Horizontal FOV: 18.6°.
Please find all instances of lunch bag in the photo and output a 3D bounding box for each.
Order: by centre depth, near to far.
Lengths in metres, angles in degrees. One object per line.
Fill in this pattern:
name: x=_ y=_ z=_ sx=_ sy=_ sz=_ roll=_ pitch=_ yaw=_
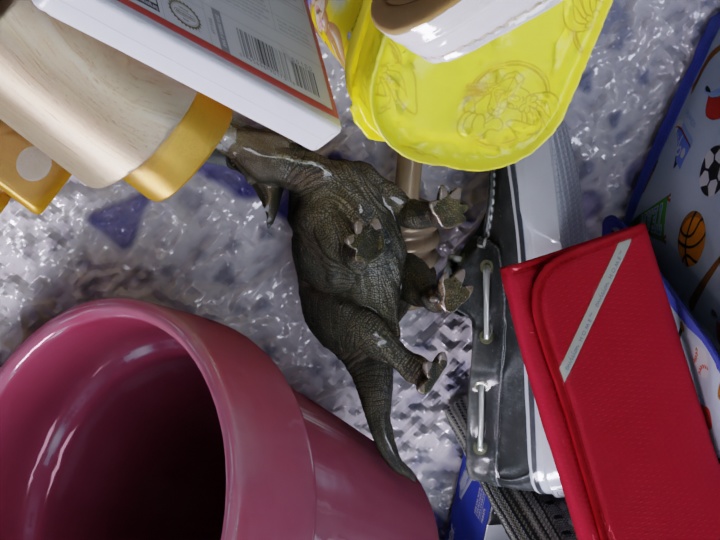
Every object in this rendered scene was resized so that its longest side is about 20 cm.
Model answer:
lunch bag: x=0.200 y=0.001 z=1.050 sx=0.124 sy=0.170 sz=0.200 roll=12 pitch=115 yaw=-24

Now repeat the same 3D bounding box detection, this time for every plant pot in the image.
plant pot: x=-0.066 y=0.128 z=1.019 sx=0.179 sy=0.200 sz=0.200 roll=19 pitch=111 yaw=-46

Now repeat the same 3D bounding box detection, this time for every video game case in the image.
video game case: x=-0.078 y=-0.149 z=0.821 sx=0.017 sy=0.200 sz=0.143 roll=-34 pitch=142 yaw=28

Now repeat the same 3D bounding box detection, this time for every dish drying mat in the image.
dish drying mat: x=0.126 y=0.084 z=0.997 sx=0.077 sy=0.018 sz=0.200 roll=-17 pitch=90 yaw=-19

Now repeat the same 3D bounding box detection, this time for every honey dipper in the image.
honey dipper: x=0.024 y=-0.076 z=1.016 sx=0.038 sy=0.038 sz=0.200 roll=-6 pitch=120 yaw=-19

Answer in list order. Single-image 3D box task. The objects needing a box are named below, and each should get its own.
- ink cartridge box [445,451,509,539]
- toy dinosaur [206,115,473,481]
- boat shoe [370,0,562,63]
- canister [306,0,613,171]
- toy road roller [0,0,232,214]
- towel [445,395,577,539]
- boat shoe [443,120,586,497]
ink cartridge box: x=0.147 y=0.133 z=1.185 sx=0.200 sy=0.044 sz=0.094 roll=-2 pitch=121 yaw=-21
toy dinosaur: x=0.000 y=0.000 z=1.009 sx=0.077 sy=0.102 sz=0.200 roll=-37 pitch=121 yaw=-22
boat shoe: x=0.098 y=-0.124 z=0.748 sx=0.200 sy=0.071 sz=0.069 roll=-35 pitch=124 yaw=-1
canister: x=0.023 y=-0.150 z=0.870 sx=0.086 sy=0.200 sz=0.149 roll=8 pitch=116 yaw=-26
toy road roller: x=-0.155 y=-0.065 z=0.851 sx=0.123 sy=0.200 sz=0.146 roll=39 pitch=86 yaw=-28
towel: x=0.166 y=0.114 z=1.091 sx=0.200 sy=0.193 sz=0.035 roll=-5 pitch=127 yaw=-18
boat shoe: x=0.070 y=0.011 z=1.047 sx=0.071 sy=0.072 sz=0.201 roll=-2 pitch=94 yaw=16
